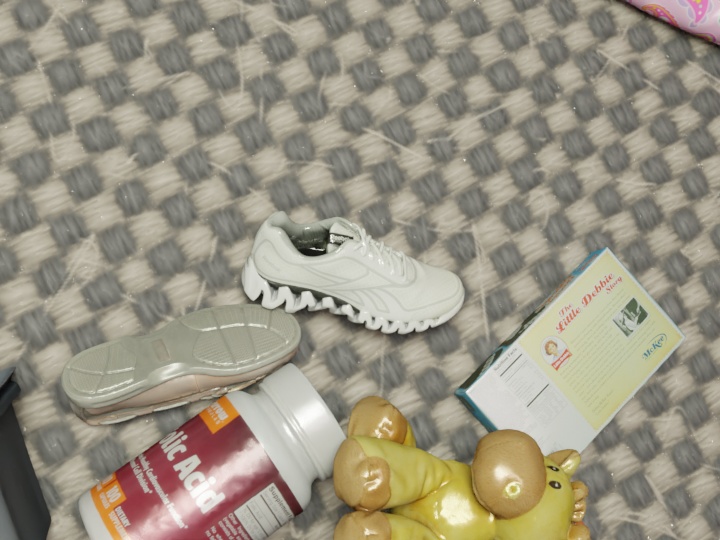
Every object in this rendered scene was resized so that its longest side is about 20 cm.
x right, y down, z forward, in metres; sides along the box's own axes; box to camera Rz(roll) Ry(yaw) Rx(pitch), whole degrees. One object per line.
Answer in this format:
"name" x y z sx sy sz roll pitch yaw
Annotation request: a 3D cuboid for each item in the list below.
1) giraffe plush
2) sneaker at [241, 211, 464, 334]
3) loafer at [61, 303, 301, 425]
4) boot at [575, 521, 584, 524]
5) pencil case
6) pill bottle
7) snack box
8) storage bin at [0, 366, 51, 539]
"giraffe plush" 0.090 0.184 0.688 0.161 0.200 0.174 -14 56 24
"sneaker" 0.000 0.000 0.765 0.198 0.081 0.075 9 37 -12
"loafer" -0.148 0.082 0.752 0.198 0.063 0.072 -13 51 -16
"boot" 0.183 0.296 0.730 0.106 0.075 0.202 6 82 -22
"pencil case" 0.315 -0.295 0.880 0.199 0.087 0.088 25 78 -8
"pill bottle" -0.111 0.170 0.710 0.199 0.114 0.115 -34 90 -14
"snack box" 0.197 0.087 0.824 0.200 0.037 0.116 -42 92 -14
"storage bin" -0.302 0.168 0.639 0.145 0.200 0.135 -23 96 -13
